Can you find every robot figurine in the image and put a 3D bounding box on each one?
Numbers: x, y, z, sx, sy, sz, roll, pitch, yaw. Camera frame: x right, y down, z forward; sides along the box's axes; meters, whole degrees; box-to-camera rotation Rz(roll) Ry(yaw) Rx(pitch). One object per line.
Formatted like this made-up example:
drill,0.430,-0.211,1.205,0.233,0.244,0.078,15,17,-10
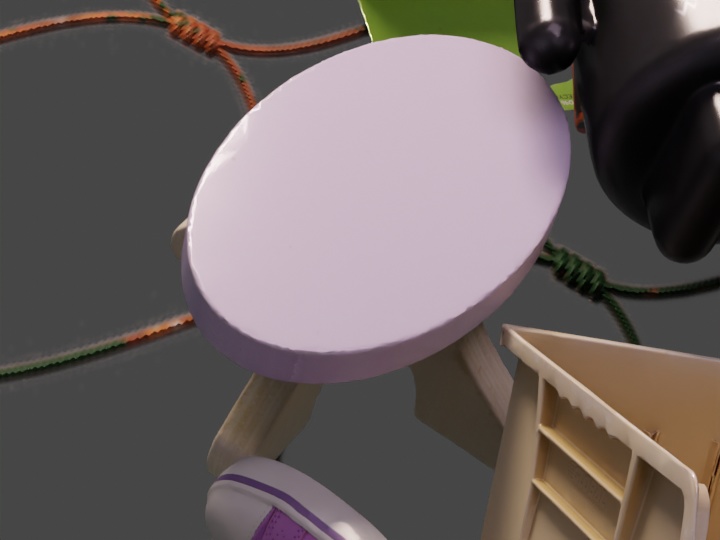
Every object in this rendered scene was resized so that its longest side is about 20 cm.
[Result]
robot figurine,0.150,-0.095,0.824,0.125,0.150,0.200,-26,44,24

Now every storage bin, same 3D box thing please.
storage bin,0.163,0.102,0.704,0.199,0.094,0.199,10,10,-17

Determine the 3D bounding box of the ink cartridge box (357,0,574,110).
ink cartridge box,0.068,-0.175,1.003,0.147,0.076,0.200,-5,51,-16

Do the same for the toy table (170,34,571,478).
toy table,0.000,0.000,0.818,0.200,0.117,0.184,-33,64,-33

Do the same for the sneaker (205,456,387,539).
sneaker,-0.020,0.162,0.712,0.114,0.073,0.201,-28,62,-27

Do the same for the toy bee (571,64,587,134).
toy bee,0.206,-0.102,0.939,0.199,0.109,0.131,-20,80,-15
